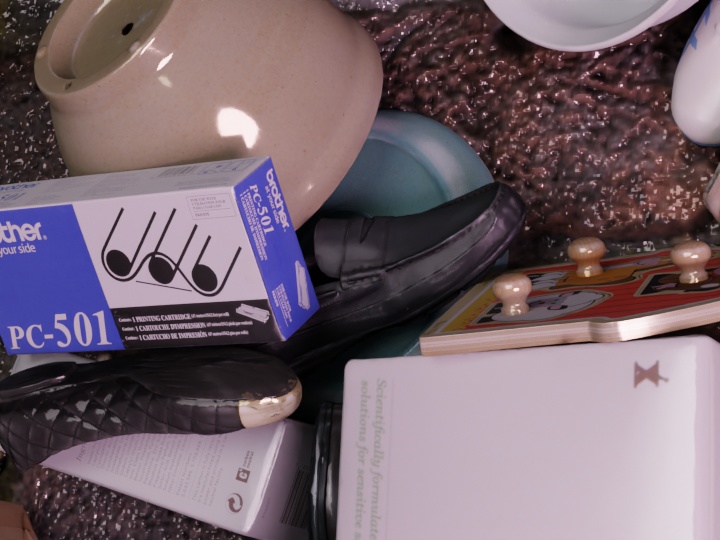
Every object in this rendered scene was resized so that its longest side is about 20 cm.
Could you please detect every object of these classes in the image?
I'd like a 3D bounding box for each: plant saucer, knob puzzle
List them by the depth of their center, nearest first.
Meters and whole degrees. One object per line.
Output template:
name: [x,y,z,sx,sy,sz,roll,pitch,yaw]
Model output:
knob puzzle: [0.143,0.001,0.989,0.219,0.220,0.031,-5,99,29]
plant saucer: [-0.007,-0.004,1.173,0.200,0.027,0.201,-9,72,28]

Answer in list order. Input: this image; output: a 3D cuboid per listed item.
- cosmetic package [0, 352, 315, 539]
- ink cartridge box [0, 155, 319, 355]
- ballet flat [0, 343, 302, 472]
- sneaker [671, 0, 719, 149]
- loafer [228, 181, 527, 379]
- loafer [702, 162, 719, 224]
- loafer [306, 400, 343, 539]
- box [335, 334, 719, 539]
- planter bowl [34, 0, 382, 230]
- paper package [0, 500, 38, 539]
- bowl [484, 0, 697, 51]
cosmetic package: [-0.109,0.103,1.158,0.199,0.102,0.074,16,83,31]
ink cartridge box: [-0.127,-0.006,1.098,0.199,0.044,0.094,-3,114,33]
ballet flat: [-0.117,0.077,1.090,0.199,0.066,0.057,-6,110,29]
sneaker: [0.227,-0.158,1.056,0.072,0.072,0.200,36,96,31]
loafer: [0.000,0.000,1.102,0.200,0.068,0.070,-28,108,22]
loafer: [0.251,-0.100,1.031,0.200,0.072,0.063,-45,51,2]
loafer: [0.012,0.168,1.076,0.072,0.073,0.201,-8,95,5]
box: [0.110,0.149,0.975,0.199,0.171,0.200,-5,74,29]
planter bowl: [-0.105,-0.112,1.157,0.200,0.135,0.201,-27,40,25]
paper package: [-0.295,0.231,1.174,0.200,0.190,0.104,-46,61,11]
bowl: [0.152,-0.219,1.088,0.201,0.090,0.202,0,90,47]
